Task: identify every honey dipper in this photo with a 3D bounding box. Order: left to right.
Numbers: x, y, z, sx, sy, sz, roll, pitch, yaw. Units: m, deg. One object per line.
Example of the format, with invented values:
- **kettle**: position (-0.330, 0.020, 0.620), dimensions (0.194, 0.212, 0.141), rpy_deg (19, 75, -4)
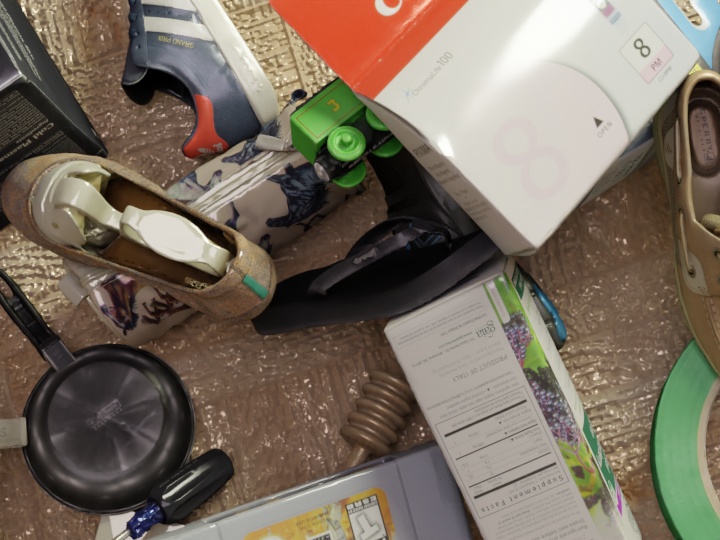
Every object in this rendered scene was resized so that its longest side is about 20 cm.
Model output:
- **honey dipper**: position (-0.024, 0.157, 0.971), dimensions (0.038, 0.038, 0.201), rpy_deg (26, 75, 11)

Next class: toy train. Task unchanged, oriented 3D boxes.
- **toy train**: position (0.040, -0.123, 0.922), dimensions (0.199, 0.042, 0.056), rpy_deg (-40, 68, -19)

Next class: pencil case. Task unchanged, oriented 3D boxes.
- **pencil case**: position (-0.096, -0.030, 1.005), dimensions (0.199, 0.090, 0.078), rpy_deg (-34, 61, 1)

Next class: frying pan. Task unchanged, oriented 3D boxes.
- **frying pan**: position (-0.174, 0.066, 1.025), dimensions (0.113, 0.031, 0.192), rpy_deg (-14, 69, -9)

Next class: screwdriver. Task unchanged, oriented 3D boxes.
- **screwdriver**: position (-0.152, 0.171, 0.957), dimensions (0.029, 0.028, 0.200), rpy_deg (21, 45, 34)

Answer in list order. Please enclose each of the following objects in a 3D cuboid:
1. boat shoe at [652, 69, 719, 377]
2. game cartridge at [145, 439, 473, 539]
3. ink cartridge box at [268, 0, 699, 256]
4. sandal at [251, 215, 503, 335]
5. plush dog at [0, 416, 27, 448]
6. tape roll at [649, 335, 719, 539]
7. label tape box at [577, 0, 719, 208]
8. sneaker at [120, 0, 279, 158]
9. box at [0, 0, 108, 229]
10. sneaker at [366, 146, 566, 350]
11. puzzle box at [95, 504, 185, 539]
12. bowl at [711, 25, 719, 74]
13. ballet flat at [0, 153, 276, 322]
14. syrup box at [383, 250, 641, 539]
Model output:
- **boat shoe**: position (0.217, -0.017, 0.919), dimensions (0.070, 0.065, 0.203), rpy_deg (-18, 88, 2)
- **game cartridge**: position (-0.019, 0.193, 0.933), dimensions (0.198, 0.041, 0.135), rpy_deg (-17, 88, -21)
- **ink cartridge box**: position (0.073, -0.134, 0.881), dimensions (0.200, 0.057, 0.163), rpy_deg (47, 72, -11)
- **sandal**: position (-0.001, 0.000, 0.949), dimensions (0.199, 0.076, 0.043), rpy_deg (-15, 105, 40)
- **plush dog**: position (-0.311, 0.119, 0.944), dimensions (0.199, 0.172, 0.162), rpy_deg (31, 107, 11)
- **tape roll**: position (0.277, 0.110, 0.953), dimensions (0.197, 0.048, 0.203), rpy_deg (-1, 80, 7)
- **label tape box**: position (0.138, -0.127, 0.999), dimensions (0.199, 0.066, 0.144), rpy_deg (-30, 76, -24)
- **sneaker**: position (-0.136, -0.164, 1.042), dimensions (0.084, 0.075, 0.201), rpy_deg (-32, 77, -4)
- **box**: position (-0.273, -0.148, 1.002), dimensions (0.103, 0.182, 0.201), rpy_deg (-33, 77, 1)
- **sneaker**: position (0.045, -0.016, 0.994), dimensions (0.082, 0.073, 0.201), rpy_deg (-36, 74, 8)
- **puzzle box**: position (-0.085, 0.236, 0.986), dimensions (0.197, 0.025, 0.135), rpy_deg (14, 82, 10)
- **bowl**: position (0.316, -0.156, 0.939), dimensions (0.198, 0.202, 0.106), rpy_deg (10, 55, 9)
- **ballet flat**: position (-0.140, -0.031, 0.936), dimensions (0.198, 0.067, 0.069), rpy_deg (20, 81, 18)
- **syrup box**: position (0.094, 0.099, 0.927), dimensions (0.081, 0.079, 0.202), rpy_deg (-25, 96, 13)
